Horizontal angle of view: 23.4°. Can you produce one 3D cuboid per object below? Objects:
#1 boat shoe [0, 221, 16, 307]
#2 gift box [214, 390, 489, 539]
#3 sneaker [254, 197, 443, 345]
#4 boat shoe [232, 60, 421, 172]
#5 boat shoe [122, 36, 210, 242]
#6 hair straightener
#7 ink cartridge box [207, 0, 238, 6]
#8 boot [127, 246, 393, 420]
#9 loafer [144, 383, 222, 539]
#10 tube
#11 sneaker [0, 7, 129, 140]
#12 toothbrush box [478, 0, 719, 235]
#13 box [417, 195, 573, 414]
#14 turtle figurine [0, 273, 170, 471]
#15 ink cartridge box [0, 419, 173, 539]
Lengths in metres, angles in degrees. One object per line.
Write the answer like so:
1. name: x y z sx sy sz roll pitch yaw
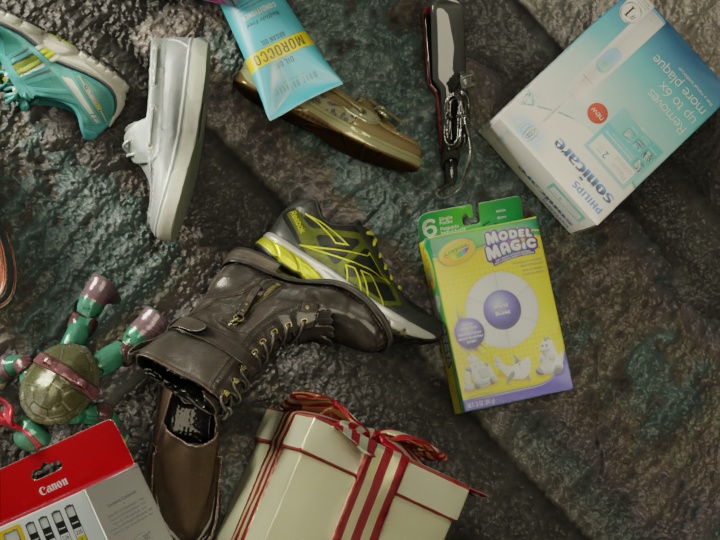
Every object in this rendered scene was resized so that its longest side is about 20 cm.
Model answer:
1. boat shoe: -0.372 -0.059 1.608 0.071 0.063 0.201 -18 88 -14
2. gift box: -0.010 0.224 1.566 0.184 0.200 0.187 26 79 -20
3. sneaker: 0.000 0.000 1.662 0.200 0.074 0.085 31 78 -5
4. boat shoe: -0.023 -0.159 1.678 0.200 0.073 0.063 28 79 -4
5. boat shoe: -0.189 -0.127 1.653 0.071 0.070 0.201 7 78 2
6. hair straightener: 0.085 -0.170 1.697 0.041 0.077 0.201 3 82 -12
7. ink cartridge box: -0.193 -0.330 1.659 0.199 0.042 0.120 15 79 17
8. boot: -0.089 0.073 1.579 0.200 0.069 0.174 21 47 15
9. loafer: -0.165 0.169 1.610 0.073 0.071 0.201 -1 86 -8
10. tube: -0.095 -0.240 1.660 0.077 0.050 0.200 -28 72 -1
11. sneaker: -0.317 -0.193 1.631 0.200 0.078 0.080 29 88 -6
12. toothbrush box: 0.241 -0.156 1.721 0.200 0.085 0.146 -42 92 -11
13. box: 0.130 0.030 1.697 0.117 0.048 0.201 -11 84 -12
14. turtle figurine: -0.267 0.106 1.593 0.150 0.101 0.200 38 73 -4
15. ink cartridge box: -0.270 0.248 1.521 0.200 0.084 0.176 -26 88 30
